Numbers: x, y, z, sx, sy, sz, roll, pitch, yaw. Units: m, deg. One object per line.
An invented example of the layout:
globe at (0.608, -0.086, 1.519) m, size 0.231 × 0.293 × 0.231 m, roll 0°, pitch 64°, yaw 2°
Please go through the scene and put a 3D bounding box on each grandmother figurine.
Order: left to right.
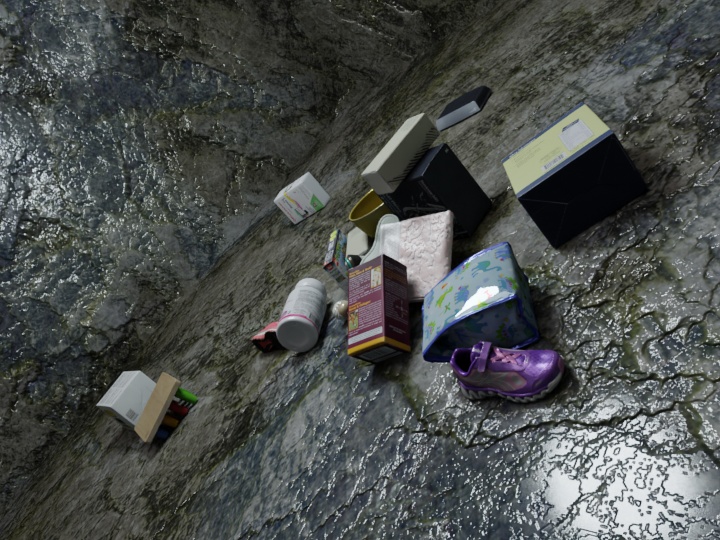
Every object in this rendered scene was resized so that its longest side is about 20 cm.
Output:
grandmother figurine at (0.006, 0.084, 1.476) m, size 0.199 × 0.061 × 0.121 m, roll -18°, pitch 24°, yaw 44°

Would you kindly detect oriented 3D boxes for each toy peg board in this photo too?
toy peg board at (-0.613, 0.446, 1.899) m, size 0.199 × 0.097 × 0.201 m, roll -3°, pitch 60°, yaw 60°

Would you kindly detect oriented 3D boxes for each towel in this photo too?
towel at (0.120, -0.027, 1.348) m, size 0.189 × 0.032 × 0.203 m, roll -7°, pitch 68°, yaw 34°

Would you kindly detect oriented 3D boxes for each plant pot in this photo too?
plant pot at (0.088, -0.151, 1.642) m, size 0.199 × 0.142 × 0.201 m, roll -35°, pitch 19°, yaw 14°

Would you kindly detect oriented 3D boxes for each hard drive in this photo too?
hard drive at (0.358, -0.574, 2.103) m, size 0.199 × 0.042 × 0.136 m, roll -16°, pitch 34°, yaw 51°

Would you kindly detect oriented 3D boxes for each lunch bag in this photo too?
lunch bag at (0.199, 0.070, 1.053) m, size 0.198 × 0.128 × 0.171 m, roll -23°, pitch 27°, yaw 21°

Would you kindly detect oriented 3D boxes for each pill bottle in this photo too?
pill bottle at (-0.154, 0.116, 1.625) m, size 0.113 × 0.114 × 0.201 m, roll -32°, pitch 23°, yaw 26°

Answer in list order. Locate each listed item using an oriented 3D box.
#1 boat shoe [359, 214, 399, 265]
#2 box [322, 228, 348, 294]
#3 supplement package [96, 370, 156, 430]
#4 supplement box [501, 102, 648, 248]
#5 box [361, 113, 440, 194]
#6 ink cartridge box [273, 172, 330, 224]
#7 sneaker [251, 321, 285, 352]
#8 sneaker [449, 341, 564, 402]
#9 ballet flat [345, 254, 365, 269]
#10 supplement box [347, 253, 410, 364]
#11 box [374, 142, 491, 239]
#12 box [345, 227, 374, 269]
boat shoe at (0.053, -0.035, 1.453) m, size 0.075 × 0.060 × 0.202 m, roll 21°, pitch 78°, yaw 20°
box at (-0.051, -0.029, 1.719) m, size 0.035 × 0.110 × 0.201 m, roll -33°, pitch 23°, yaw 21°
supplement package at (-0.791, 0.457, 2.085) m, size 0.199 × 0.152 × 0.151 m, roll -14°, pitch 36°, yaw 52°
supplement box at (0.403, -0.188, 1.157) m, size 0.199 × 0.134 × 0.201 m, roll -35°, pitch 22°, yaw 21°
box at (0.096, -0.276, 1.415) m, size 0.201 × 0.068 × 0.082 m, roll -52°, pitch 22°, yaw -17°
ink cartridge box at (-0.252, -0.306, 2.561) m, size 0.199 × 0.145 × 0.084 m, roll -25°, pitch 27°, yaw 39°
sneaker at (-0.242, 0.176, 1.729) m, size 0.199 × 0.074 × 0.087 m, roll -18°, pitch 31°, yaw 49°
sneaker at (0.216, 0.148, 0.926) m, size 0.199 × 0.089 × 0.081 m, roll -17°, pitch 32°, yaw 48°
ballet flat at (0.000, 0.000, 1.524) m, size 0.068 × 0.068 × 0.200 m, roll -29°, pitch -19°, yaw -10°
supplement box at (0.038, 0.083, 1.274) m, size 0.110 × 0.085 × 0.203 m, roll -25°, pitch 53°, yaw 39°
box at (0.176, -0.182, 1.467) m, size 0.196 × 0.200 × 0.125 m, roll -10°, pitch 39°, yaw 56°
box at (0.010, -0.061, 1.705) m, size 0.082 × 0.068 × 0.201 m, roll -35°, pitch 23°, yaw 20°
